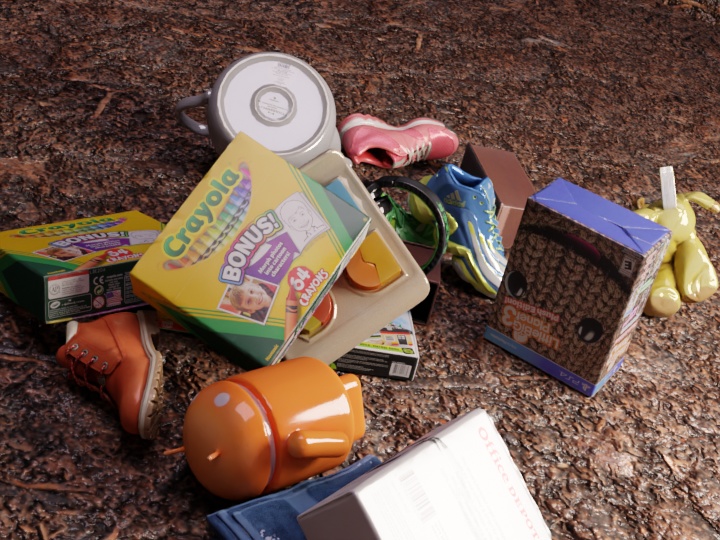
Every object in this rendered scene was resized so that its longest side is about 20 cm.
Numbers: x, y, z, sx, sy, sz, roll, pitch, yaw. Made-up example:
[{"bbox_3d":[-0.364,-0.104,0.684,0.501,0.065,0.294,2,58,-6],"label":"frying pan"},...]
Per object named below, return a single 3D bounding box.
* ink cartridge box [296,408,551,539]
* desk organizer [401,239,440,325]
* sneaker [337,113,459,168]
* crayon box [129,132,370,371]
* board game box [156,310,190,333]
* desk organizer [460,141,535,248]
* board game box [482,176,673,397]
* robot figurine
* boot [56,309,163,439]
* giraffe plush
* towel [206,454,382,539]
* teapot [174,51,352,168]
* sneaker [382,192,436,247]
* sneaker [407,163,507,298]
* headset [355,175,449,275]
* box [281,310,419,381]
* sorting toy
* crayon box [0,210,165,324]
[{"bbox_3d":[0.062,0.229,1.042,0.199,0.084,0.146,-23,83,-48],"label":"ink cartridge box"},{"bbox_3d":[0.000,0.000,1.483,0.197,0.072,0.077,13,32,-3],"label":"desk organizer"},{"bbox_3d":[0.063,-0.186,1.853,0.197,0.074,0.088,2,45,-16],"label":"sneaker"},{"bbox_3d":[-0.114,-0.017,1.252,0.171,0.058,0.201,33,68,5],"label":"crayon box"},{"bbox_3d":[-0.189,0.013,1.418,0.094,0.030,0.201,9,32,-10],"label":"board game box"},{"bbox_3d":[0.205,-0.108,1.749,0.076,0.073,0.201,8,30,-15],"label":"desk organizer"},{"bbox_3d":[0.259,0.018,1.439,0.158,0.202,0.097,28,32,24],"label":"board game box"},{"bbox_3d":[-0.085,0.150,1.137,0.198,0.118,0.144,-13,50,-40],"label":"robot figurine"},{"bbox_3d":[-0.250,0.105,1.192,0.106,0.076,0.200,2,23,-17],"label":"boot"},{"bbox_3d":[0.406,-0.039,1.680,0.170,0.203,0.162,10,0,-1],"label":"giraffe plush"},{"bbox_3d":[-0.032,0.237,1.083,0.198,0.049,0.112,-10,39,-38],"label":"towel"},{"bbox_3d":[-0.134,-0.203,1.700,0.196,0.146,0.201,-30,78,-20],"label":"teapot"},{"bbox_3d":[0.032,-0.066,1.597,0.197,0.085,0.074,0,32,-27],"label":"sneaker"},{"bbox_3d":[0.153,-0.056,1.563,0.200,0.105,0.076,45,36,2],"label":"sneaker"},{"bbox_3d":[0.003,-0.041,1.387,0.197,0.125,0.094,-2,16,21],"label":"headset"},{"bbox_3d":[-0.036,0.069,1.382,0.197,0.035,0.111,9,30,-11],"label":"box"},{"bbox_3d":[-0.046,-0.010,1.318,0.184,0.036,0.201,-33,84,-10],"label":"sorting toy"},{"bbox_3d":[-0.296,-0.009,1.326,0.198,0.059,0.172,-12,24,-37],"label":"crayon box"}]
